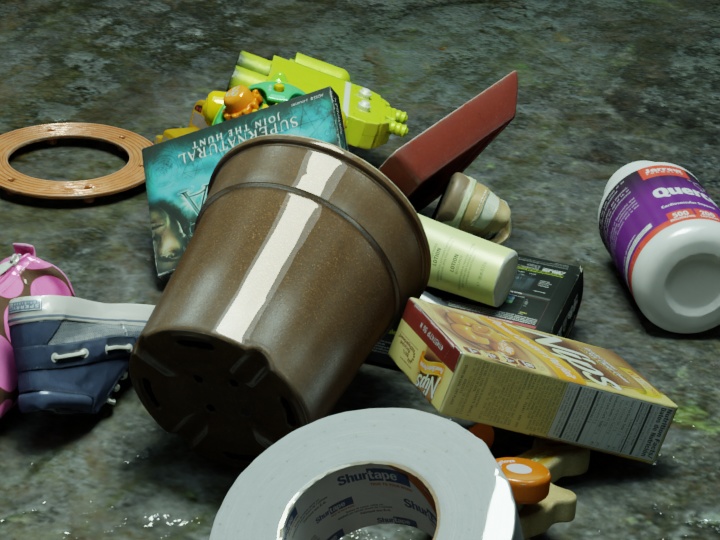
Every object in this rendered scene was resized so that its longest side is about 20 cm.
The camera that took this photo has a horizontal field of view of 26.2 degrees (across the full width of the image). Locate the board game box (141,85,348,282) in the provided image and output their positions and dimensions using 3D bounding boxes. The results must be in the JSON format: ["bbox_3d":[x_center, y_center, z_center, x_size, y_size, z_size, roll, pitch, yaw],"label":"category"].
[{"bbox_3d":[-0.104,-0.079,1.444,0.199,0.028,0.136,-17,67,15],"label":"board game box"}]

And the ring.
[{"bbox_3d":[-0.314,-0.115,1.672,0.199,0.019,0.201,2,27,-1],"label":"ring"}]

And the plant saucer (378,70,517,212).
[{"bbox_3d":[0.057,-0.090,1.498,0.037,0.200,0.199,49,50,6],"label":"plant saucer"}]

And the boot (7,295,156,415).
[{"bbox_3d":[-0.215,0.074,1.266,0.072,0.091,0.200,-8,-9,29],"label":"boot"}]

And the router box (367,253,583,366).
[{"bbox_3d":[0.087,0.034,1.379,0.199,0.063,0.150,12,27,16],"label":"router box"}]

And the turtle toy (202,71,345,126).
[{"bbox_3d":[-0.090,-0.101,1.522,0.145,0.202,0.101,7,-11,-5],"label":"turtle toy"}]

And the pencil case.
[{"bbox_3d":[-0.300,0.060,1.243,0.090,0.094,0.200,8,28,7],"label":"pencil case"}]

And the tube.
[{"bbox_3d":[0.037,-0.022,1.348,0.199,0.052,0.058,21,54,23],"label":"tube"}]

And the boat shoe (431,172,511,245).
[{"bbox_3d":[0.107,-0.044,1.489,0.076,0.072,0.200,22,0,0],"label":"boat shoe"}]

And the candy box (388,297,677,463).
[{"bbox_3d":[0.134,0.086,1.213,0.199,0.056,0.115,14,15,-24],"label":"candy box"}]

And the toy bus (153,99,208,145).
[{"bbox_3d":[-0.120,-0.133,1.646,0.199,0.079,0.065,1,22,-42],"label":"toy bus"}]

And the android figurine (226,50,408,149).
[{"bbox_3d":[-0.043,-0.185,1.672,0.199,0.041,0.182,18,22,-4],"label":"android figurine"}]

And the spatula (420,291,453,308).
[{"bbox_3d":[0.000,0.000,1.326,0.199,0.021,0.057,29,71,24],"label":"spatula"}]

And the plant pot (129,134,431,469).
[{"bbox_3d":[-0.070,0.035,1.206,0.199,0.201,0.199,13,47,18],"label":"plant pot"}]

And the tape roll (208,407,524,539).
[{"bbox_3d":[0.006,0.183,0.995,0.199,0.066,0.201,-10,42,9],"label":"tape roll"}]

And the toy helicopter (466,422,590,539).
[{"bbox_3d":[0.106,0.156,1.154,0.132,0.079,0.200,13,16,31],"label":"toy helicopter"}]

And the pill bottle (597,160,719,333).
[{"bbox_3d":[0.293,-0.032,1.483,0.112,0.113,0.200,0,27,-7],"label":"pill bottle"}]
